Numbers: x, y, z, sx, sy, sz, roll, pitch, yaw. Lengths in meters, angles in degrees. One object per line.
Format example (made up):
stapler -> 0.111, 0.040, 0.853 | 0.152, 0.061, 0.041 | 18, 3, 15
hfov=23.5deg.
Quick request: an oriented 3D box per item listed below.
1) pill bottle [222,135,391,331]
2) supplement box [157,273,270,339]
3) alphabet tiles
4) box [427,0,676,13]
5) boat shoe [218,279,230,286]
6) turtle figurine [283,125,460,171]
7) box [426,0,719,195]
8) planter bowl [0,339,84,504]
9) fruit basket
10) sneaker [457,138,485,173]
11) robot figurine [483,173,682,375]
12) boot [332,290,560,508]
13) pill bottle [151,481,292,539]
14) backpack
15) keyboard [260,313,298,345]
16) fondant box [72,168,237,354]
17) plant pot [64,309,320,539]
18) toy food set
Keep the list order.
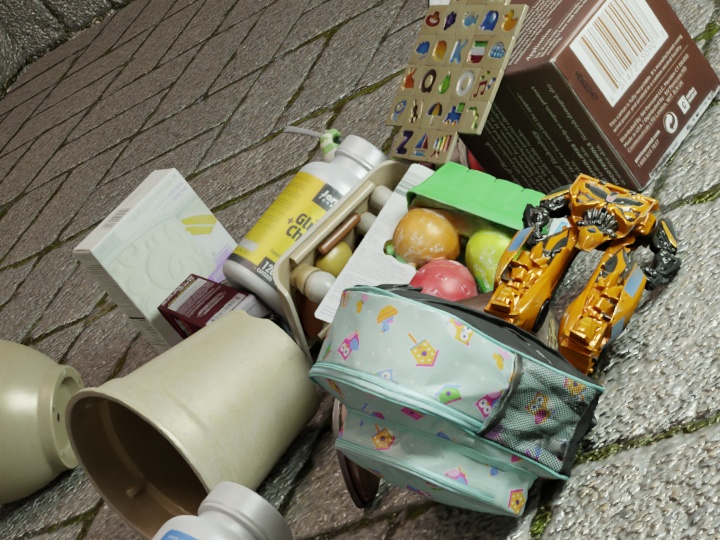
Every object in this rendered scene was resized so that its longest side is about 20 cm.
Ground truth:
pill bottle -> -0.044, -0.041, 1.812 | 0.200, 0.112, 0.112 | -52, 23, -11
supplement box -> -0.137, 0.071, 1.855 | 0.061, 0.109, 0.200 | -44, 20, -13
alphabet tiles -> 0.092, -0.200, 1.699 | 0.166, 0.006, 0.200 | 13, 81, 58
box -> 0.208, -0.275, 1.874 | 0.198, 0.200, 0.050 | -19, 56, 36
boat shoe -> -0.081, 0.006, 1.930 | 0.200, 0.073, 0.065 | -12, 63, 34
turtle figurine -> 0.023, -0.129, 1.959 | 0.194, 0.144, 0.200 | -28, 26, 16
box -> 0.212, -0.182, 1.719 | 0.166, 0.164, 0.200 | -50, 23, -26
planter bowl -> -0.394, 0.173, 1.993 | 0.134, 0.201, 0.200 | -3, 31, 12
fruit basket -> 0.084, 0.003, 1.600 | 0.185, 0.094, 0.200 | 20, 64, 21
sneaker -> 0.172, -0.156, 1.864 | 0.085, 0.077, 0.200 | -10, 34, 42
robot figurine -> 0.188, -0.006, 1.457 | 0.145, 0.058, 0.200 | 21, 51, 18
boot -> 0.079, 0.105, 1.490 | 0.200, 0.064, 0.187 | -6, 74, 14
pill bottle -> -0.145, 0.276, 1.438 | 0.112, 0.112, 0.200 | -9, 36, 53
backpack -> 0.059, 0.097, 1.347 | 0.153, 0.200, 0.176 | -60, 27, -10
keyboard -> -0.134, 0.125, 1.765 | 0.200, 0.104, 0.040 | -28, 0, 26
fondant box -> -0.211, 0.003, 1.986 | 0.144, 0.200, 0.058 | -48, 24, -24
plant pot -> -0.143, 0.141, 1.631 | 0.183, 0.201, 0.200 | -41, 19, -34
toy food set -> 0.000, 0.000, 1.743 | 0.060, 0.144, 0.200 | 32, 64, 32
